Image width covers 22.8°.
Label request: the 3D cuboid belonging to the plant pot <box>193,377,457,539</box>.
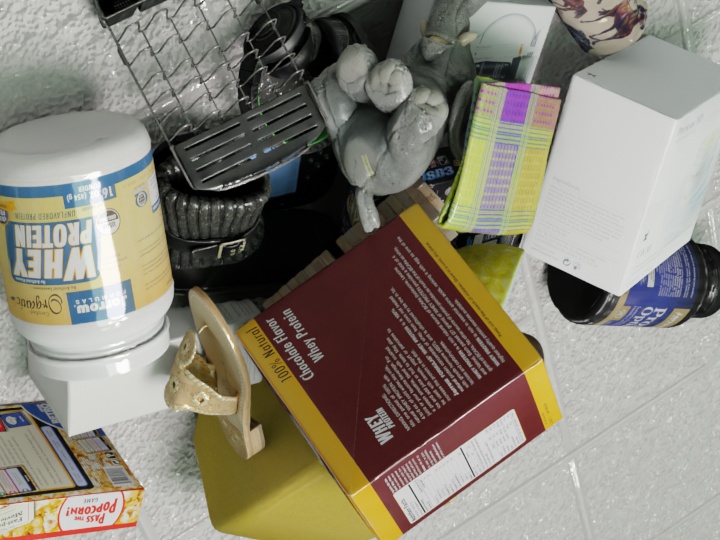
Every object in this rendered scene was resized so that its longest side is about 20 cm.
[{"bbox_3d":[-0.057,0.174,1.787,0.200,0.196,0.194,-36,142,31],"label":"plant pot"}]

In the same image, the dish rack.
[{"bbox_3d":[-0.122,-0.174,1.515,0.153,0.055,0.201,-27,88,-15],"label":"dish rack"}]

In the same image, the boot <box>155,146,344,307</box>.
[{"bbox_3d":[-0.096,-0.047,1.631,0.210,0.080,0.158,-15,144,-27],"label":"boot"}]

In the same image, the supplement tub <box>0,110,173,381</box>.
[{"bbox_3d":[-0.237,-0.022,1.521,0.144,0.144,0.201,-18,113,-25],"label":"supplement tub"}]

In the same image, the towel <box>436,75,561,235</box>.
[{"bbox_3d":[0.130,-0.103,1.631,0.200,0.023,0.145,-5,110,-63],"label":"towel"}]

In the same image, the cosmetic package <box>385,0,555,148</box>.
[{"bbox_3d":[0.091,-0.179,1.741,0.150,0.052,0.201,-1,121,-33],"label":"cosmetic package"}]

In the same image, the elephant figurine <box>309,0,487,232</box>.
[{"bbox_3d":[0.060,-0.156,1.605,0.155,0.142,0.200,-42,172,38],"label":"elephant figurine"}]

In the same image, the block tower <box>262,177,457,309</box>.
[{"bbox_3d":[0.000,0.000,1.659,0.200,0.058,0.054,-42,148,3],"label":"block tower"}]

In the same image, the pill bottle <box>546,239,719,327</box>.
[{"bbox_3d":[0.314,0.007,1.988,0.199,0.112,0.112,3,118,-36],"label":"pill bottle"}]

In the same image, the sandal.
[{"bbox_3d":[-0.141,0.112,1.610,0.069,0.078,0.212,-34,140,-19],"label":"sandal"}]

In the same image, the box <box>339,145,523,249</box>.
[{"bbox_3d":[0.072,-0.041,1.776,0.197,0.050,0.201,-14,145,-19],"label":"box"}]

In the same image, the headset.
[{"bbox_3d":[-0.038,-0.202,1.601,0.123,0.094,0.201,5,100,-38],"label":"headset"}]

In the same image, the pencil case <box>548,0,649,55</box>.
[{"bbox_3d":[0.213,-0.295,1.726,0.089,0.078,0.200,-37,135,4],"label":"pencil case"}]

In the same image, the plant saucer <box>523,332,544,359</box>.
[{"bbox_3d":[0.105,0.133,1.880,0.200,0.200,0.032,-45,114,0],"label":"plant saucer"}]

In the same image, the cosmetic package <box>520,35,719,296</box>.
[{"bbox_3d":[0.280,-0.111,1.822,0.199,0.122,0.201,-31,140,-54],"label":"cosmetic package"}]

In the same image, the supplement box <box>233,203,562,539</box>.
[{"bbox_3d":[0.034,0.092,1.571,0.200,0.198,0.133,-35,150,-5],"label":"supplement box"}]

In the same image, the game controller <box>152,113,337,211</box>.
[{"bbox_3d":[-0.108,-0.092,1.665,0.199,0.042,0.105,-13,127,-27],"label":"game controller"}]

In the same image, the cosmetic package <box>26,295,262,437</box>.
[{"bbox_3d":[-0.201,0.069,1.667,0.199,0.108,0.085,-15,129,-25],"label":"cosmetic package"}]

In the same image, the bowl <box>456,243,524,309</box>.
[{"bbox_3d":[0.079,0.055,1.753,0.200,0.107,0.201,20,90,-84],"label":"bowl"}]

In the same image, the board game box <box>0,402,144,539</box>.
[{"bbox_3d":[-0.319,0.183,1.631,0.199,0.152,0.047,-2,121,-34],"label":"board game box"}]
